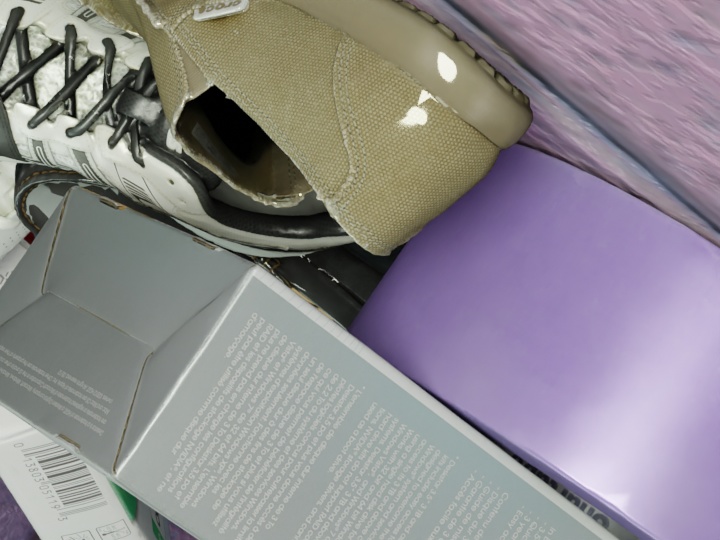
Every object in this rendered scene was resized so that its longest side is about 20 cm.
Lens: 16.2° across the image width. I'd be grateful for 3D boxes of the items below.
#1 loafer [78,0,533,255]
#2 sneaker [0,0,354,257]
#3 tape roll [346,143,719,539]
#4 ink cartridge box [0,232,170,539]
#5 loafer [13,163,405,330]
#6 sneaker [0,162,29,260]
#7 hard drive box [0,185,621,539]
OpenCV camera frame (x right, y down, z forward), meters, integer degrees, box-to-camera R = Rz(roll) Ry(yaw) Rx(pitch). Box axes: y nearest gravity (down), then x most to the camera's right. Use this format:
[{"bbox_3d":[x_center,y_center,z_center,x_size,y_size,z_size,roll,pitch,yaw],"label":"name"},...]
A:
[{"bbox_3d":[-0.036,-0.063,0.755,0.200,0.068,0.076,29,172,48],"label":"loafer"},{"bbox_3d":[-0.077,-0.061,0.855,0.200,0.076,0.088,19,176,-25],"label":"sneaker"},{"bbox_3d":[0.097,0.048,0.835,0.200,0.085,0.200,34,174,4],"label":"tape roll"},{"bbox_3d":[-0.134,0.034,1.149,0.161,0.050,0.200,69,-171,-52],"label":"ink cartridge box"},{"bbox_3d":[-0.040,0.007,0.950,0.199,0.072,0.073,20,141,-4],"label":"loafer"},{"bbox_3d":[-0.150,-0.044,1.022,0.078,0.200,0.099,46,157,-20],"label":"sneaker"},{"bbox_3d":[-0.015,0.068,0.824,0.200,0.077,0.156,38,172,-29],"label":"hard drive box"}]
